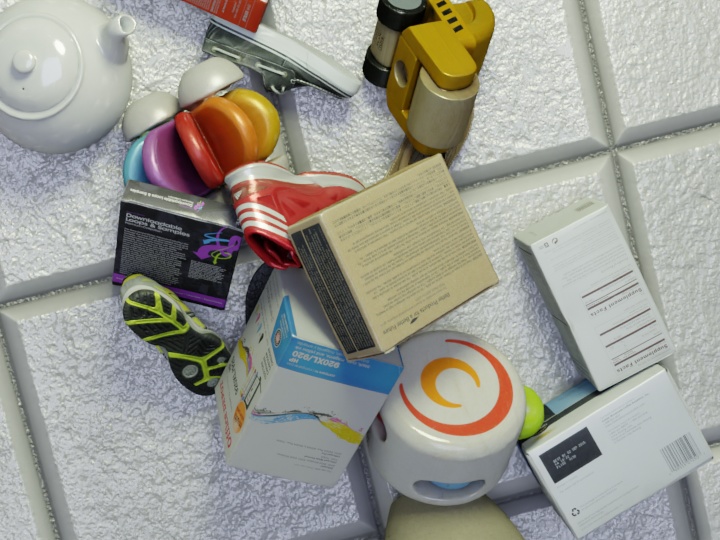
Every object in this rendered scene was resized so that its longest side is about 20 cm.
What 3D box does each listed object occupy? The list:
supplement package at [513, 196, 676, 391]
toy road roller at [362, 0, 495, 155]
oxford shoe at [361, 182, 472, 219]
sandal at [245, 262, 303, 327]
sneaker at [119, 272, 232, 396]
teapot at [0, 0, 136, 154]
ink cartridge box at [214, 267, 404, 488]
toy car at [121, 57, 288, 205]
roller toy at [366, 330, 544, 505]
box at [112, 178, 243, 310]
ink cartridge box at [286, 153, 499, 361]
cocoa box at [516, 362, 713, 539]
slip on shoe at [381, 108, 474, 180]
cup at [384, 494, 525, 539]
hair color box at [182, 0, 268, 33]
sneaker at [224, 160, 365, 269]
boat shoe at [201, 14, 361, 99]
[{"bbox_3d":[0.286,0.027,1.669,0.109,0.114,0.201,-27,99,0],"label":"supplement package"},{"bbox_3d":[0.102,-0.245,1.592,0.145,0.123,0.201,-13,54,-23],"label":"toy road roller"},{"bbox_3d":[0.041,-0.069,1.667,0.198,0.058,0.076,11,94,-7],"label":"oxford shoe"},{"bbox_3d":[-0.111,0.065,1.682,0.074,0.045,0.201,15,110,-1],"label":"sandal"},{"bbox_3d":[-0.217,0.073,1.641,0.075,0.077,0.200,-32,128,2],"label":"sneaker"},{"bbox_3d":[-0.366,-0.227,1.557,0.196,0.146,0.201,25,95,6],"label":"teapot"},{"bbox_3d":[-0.065,0.125,1.586,0.144,0.148,0.201,16,120,-22],"label":"ink cartridge box"},{"bbox_3d":[-0.193,-0.134,1.578,0.199,0.150,0.176,-25,100,25],"label":"toy car"},{"bbox_3d":[0.097,0.178,1.625,0.200,0.140,0.182,37,54,21],"label":"roller toy"},{"bbox_3d":[-0.213,-0.026,1.590,0.142,0.200,0.036,14,61,-6],"label":"box"},{"bbox_3d":[0.038,-0.016,1.500,0.199,0.075,0.166,-28,96,-39],"label":"ink cartridge box"},{"bbox_3d":[0.305,0.211,1.682,0.199,0.131,0.134,-31,99,0],"label":"cocoa box"},{"bbox_3d":[0.086,-0.153,1.633,0.076,0.061,0.201,36,72,-12],"label":"slip on shoe"},{"bbox_3d":[0.106,0.339,1.668,0.199,0.200,0.144,-20,70,-2],"label":"cup"},{"bbox_3d":[-0.190,-0.372,1.585,0.199,0.064,0.112,22,57,-6],"label":"hair color box"},{"bbox_3d":[-0.066,-0.050,1.538,0.199,0.078,0.117,5,67,-41],"label":"sneaker"},{"bbox_3d":[-0.097,-0.247,1.636,0.199,0.072,0.071,27,102,4],"label":"boat shoe"}]
